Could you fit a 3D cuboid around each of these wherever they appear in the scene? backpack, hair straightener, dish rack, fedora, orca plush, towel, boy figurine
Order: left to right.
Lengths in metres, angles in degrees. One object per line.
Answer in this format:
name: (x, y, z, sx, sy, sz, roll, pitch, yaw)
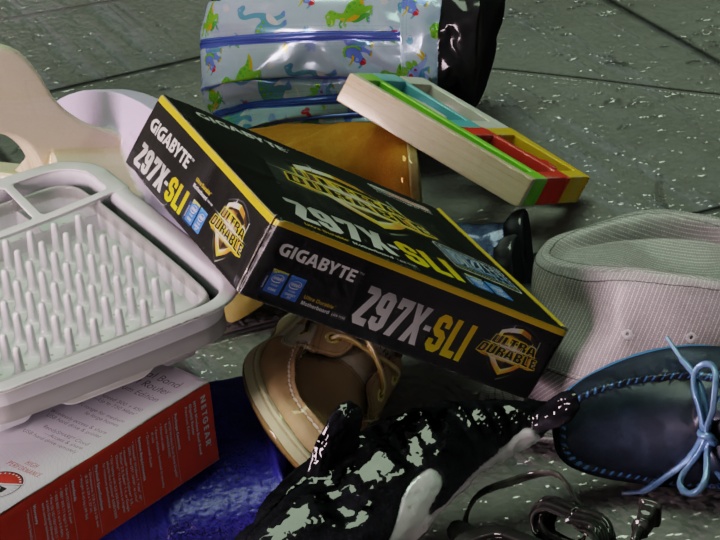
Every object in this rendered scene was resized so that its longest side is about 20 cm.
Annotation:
dish rack: (-0.171, 0.016, 1.451, 0.171, 0.044, 0.200, -20, 32, -26)
towel: (-0.137, 0.106, 1.472, 0.199, 0.050, 0.148, -10, 23, -8)
backpack: (-0.012, -0.147, 1.918, 0.199, 0.155, 0.163, 13, 9, 4)
boy figurine: (0.000, 0.000, 1.665, 0.199, 0.065, 0.124, -2, 24, 11)
orca plush: (0.013, 0.096, 1.369, 0.199, 0.071, 0.105, -23, 33, -6)
hair straightener: (0.112, 0.140, 1.340, 0.077, 0.041, 0.200, -34, 27, -22)
fedora: (0.159, 0.024, 1.530, 0.199, 0.091, 0.177, 4, 25, 24)

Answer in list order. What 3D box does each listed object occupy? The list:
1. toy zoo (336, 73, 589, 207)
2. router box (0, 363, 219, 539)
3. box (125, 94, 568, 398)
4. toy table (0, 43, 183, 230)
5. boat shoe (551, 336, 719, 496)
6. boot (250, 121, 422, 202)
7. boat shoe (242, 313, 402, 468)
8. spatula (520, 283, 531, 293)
toy zoo: (0.071, -0.082, 1.757, 0.131, 0.021, 0.200, 32, 11, 13)
router box: (-0.204, 0.086, 1.428, 0.199, 0.049, 0.179, 20, 38, 38)
box: (-0.008, -0.012, 1.492, 0.199, 0.050, 0.160, 21, 16, -34)
toy table: (-0.181, -0.045, 1.696, 0.117, 0.185, 0.199, -4, 5, -38)
boat shoe: (0.196, 0.072, 1.418, 0.199, 0.085, 0.069, -8, 11, 2)
boot: (-0.044, -0.058, 1.786, 0.143, 0.071, 0.201, -3, 8, -12)
boat shoe: (-0.013, 0.049, 1.505, 0.066, 0.074, 0.200, -36, 13, 14)
spatula: (0.139, 0.003, 1.636, 0.199, 0.021, 0.056, -14, 17, -35)
